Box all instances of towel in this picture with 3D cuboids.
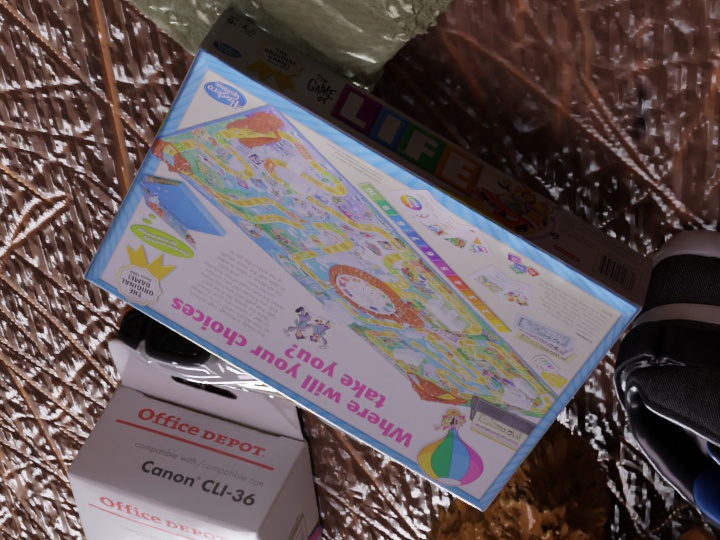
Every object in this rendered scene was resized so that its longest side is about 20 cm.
[{"bbox_3d":[-0.054,-0.148,0.769,0.199,0.037,0.148,38,141,-9],"label":"towel"}]

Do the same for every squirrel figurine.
[{"bbox_3d":[0.095,0.167,0.906,0.200,0.141,0.187,52,162,17],"label":"squirrel figurine"}]

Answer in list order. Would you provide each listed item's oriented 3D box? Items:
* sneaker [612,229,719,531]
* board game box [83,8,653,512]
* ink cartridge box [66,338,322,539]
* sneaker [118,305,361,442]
[{"bbox_3d":[0.193,0.072,0.797,0.199,0.112,0.073,24,143,7],"label":"sneaker"},{"bbox_3d":[0.000,0.000,0.819,0.199,0.034,0.135,31,128,-4],"label":"board game box"},{"bbox_3d":[-0.086,0.135,1.079,0.116,0.068,0.201,14,140,19],"label":"ink cartridge box"},{"bbox_3d":[-0.021,0.046,0.939,0.198,0.076,0.092,6,141,28],"label":"sneaker"}]
